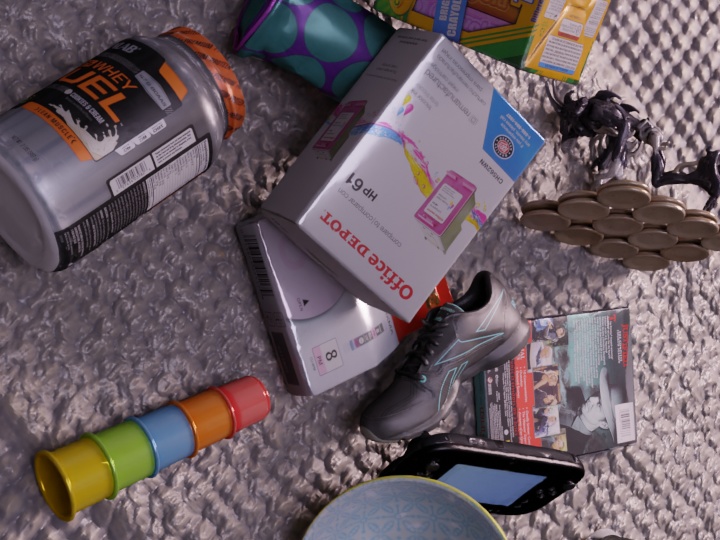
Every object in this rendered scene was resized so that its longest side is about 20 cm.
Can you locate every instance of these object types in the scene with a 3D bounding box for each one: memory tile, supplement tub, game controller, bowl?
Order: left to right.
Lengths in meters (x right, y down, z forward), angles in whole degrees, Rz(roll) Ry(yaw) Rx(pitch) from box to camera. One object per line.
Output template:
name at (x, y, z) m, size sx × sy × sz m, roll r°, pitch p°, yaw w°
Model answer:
supplement tub at (-0.192, -0.099, 1.088) m, size 0.200 × 0.122 × 0.123 m, roll -39°, pitch 110°, yaw -29°
bowl at (0.048, 0.277, 1.244) m, size 0.108 × 0.199 × 0.201 m, roll 21°, pitch 73°, yaw -76°
game controller at (0.112, 0.192, 1.310) m, size 0.199 × 0.104 × 0.042 m, roll 13°, pitch 40°, yaw -33°
memory tile at (0.269, -0.043, 1.386) m, size 0.200 × 0.153 × 0.017 m, roll 18°, pitch 67°, yaw -35°

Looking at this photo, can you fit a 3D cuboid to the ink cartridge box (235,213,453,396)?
ink cartridge box at (0.000, 0.000, 1.264) m, size 0.200 × 0.057 × 0.163 m, roll -23°, pitch 102°, yaw -27°

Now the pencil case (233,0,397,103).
pencil case at (-0.016, -0.184, 1.231) m, size 0.200 × 0.092 × 0.085 m, roll 27°, pitch 37°, yaw -29°

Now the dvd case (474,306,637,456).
dvd case at (0.196, 0.116, 1.413) m, size 0.199 × 0.022 × 0.147 m, roll -6°, pitch 93°, yaw -33°

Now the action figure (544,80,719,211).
action figure at (0.260, -0.113, 1.394) m, size 0.102 × 0.200 × 0.119 m, roll -65°, pitch 167°, yaw 10°

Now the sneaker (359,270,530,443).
sneaker at (0.067, 0.078, 1.285) m, size 0.200 × 0.075 × 0.079 m, roll -39°, pitch 120°, yaw -27°

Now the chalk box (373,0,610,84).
chalk box at (0.100, -0.252, 1.197) m, size 0.125 × 0.200 × 0.124 m, roll -2°, pitch 115°, yaw -57°

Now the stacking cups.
stacking cups at (-0.161, 0.135, 1.144) m, size 0.200 × 0.060 × 0.061 m, roll -23°, pitch 102°, yaw -32°

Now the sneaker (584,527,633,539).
sneaker at (0.220, 0.332, 1.384) m, size 0.200 × 0.090 × 0.067 m, roll -44°, pitch 109°, yaw -27°

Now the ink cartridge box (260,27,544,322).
ink cartridge box at (0.036, -0.079, 1.185) m, size 0.144 × 0.085 × 0.200 m, roll 41°, pitch 84°, yaw -28°
